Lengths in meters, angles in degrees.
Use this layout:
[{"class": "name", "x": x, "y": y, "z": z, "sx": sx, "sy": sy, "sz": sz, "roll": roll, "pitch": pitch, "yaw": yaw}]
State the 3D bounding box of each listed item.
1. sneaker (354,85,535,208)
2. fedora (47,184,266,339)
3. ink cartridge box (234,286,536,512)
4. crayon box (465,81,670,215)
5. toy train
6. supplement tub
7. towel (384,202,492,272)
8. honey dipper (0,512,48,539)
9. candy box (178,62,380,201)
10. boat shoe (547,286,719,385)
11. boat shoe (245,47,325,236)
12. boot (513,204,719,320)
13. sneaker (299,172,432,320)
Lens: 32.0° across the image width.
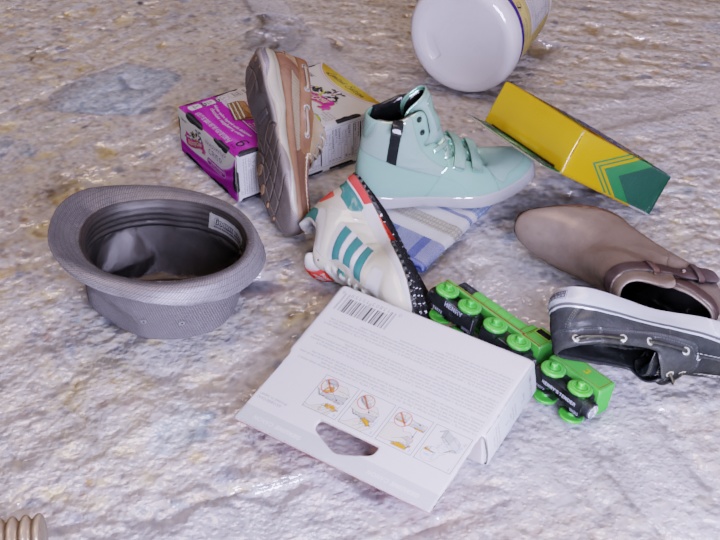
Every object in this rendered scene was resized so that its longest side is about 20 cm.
[{"class": "sneaker", "x": 0.093, "y": -0.130, "z": 1.288, "sx": 0.197, "sy": 0.120, "sz": 0.074, "roll": -7, "pitch": 37, "yaw": -13}, {"class": "fedora", "x": -0.188, "y": 0.001, "z": 1.163, "sx": 0.196, "sy": 0.091, "sz": 0.178, "roll": 1, "pitch": 36, "yaw": -10}, {"class": "ink cartridge box", "x": 0.022, "y": 0.112, "z": 1.052, "sx": 0.198, "sy": 0.044, "sz": 0.174, "roll": 21, "pitch": 52, "yaw": 27}, {"class": "crayon box", "x": 0.217, "y": -0.129, "z": 1.294, "sx": 0.198, "sy": 0.052, "sz": 0.126, "roll": 16, "pitch": 18, "yaw": -44}, {"class": "toy train", "x": 0.140, "y": 0.066, "z": 1.109, "sx": 0.056, "sy": 0.042, "sz": 0.199, "roll": -18, "pitch": 43, "yaw": -40}, {"class": "supplement tub", "x": 0.159, "y": -0.329, "z": 1.582, "sx": 0.143, "sy": 0.147, "sz": 0.201, "roll": 13, "pitch": 37, "yaw": 18}, {"class": "towel", "x": 0.059, "y": -0.073, "z": 1.329, "sx": 0.145, "sy": 0.024, "sz": 0.200, "roll": 23, "pitch": 43, "yaw": 25}, {"class": "honey dipper", "x": -0.331, "y": 0.209, "z": 0.923, "sx": 0.196, "sy": 0.038, "sz": 0.038, "roll": -7, "pitch": 35, "yaw": -2}, {"class": "candy box", "x": -0.088, "y": -0.161, "z": 1.417, "sx": 0.198, "sy": 0.062, "sz": 0.136, "roll": -22, "pitch": 41, "yaw": -28}, {"class": "boat shoe", "x": 0.250, "y": 0.069, "z": 1.080, "sx": 0.197, "sy": 0.069, "sz": 0.057, "roll": 15, "pitch": 63, "yaw": -11}, {"class": "boat shoe", "x": -0.069, "y": -0.137, "z": 1.304, "sx": 0.071, "sy": 0.204, "sz": 0.076, "roll": -3, "pitch": -12, "yaw": -27}, {"class": "boot", "x": 0.239, "y": -0.001, "z": 1.163, "sx": 0.197, "sy": 0.071, "sz": 0.146, "roll": 14, "pitch": 19, "yaw": 2}, {"class": "sneaker", "x": 0.000, "y": -0.001, "z": 1.204, "sx": 0.093, "sy": 0.070, "sz": 0.201, "roll": -32, "pitch": 50, "yaw": 8}]
